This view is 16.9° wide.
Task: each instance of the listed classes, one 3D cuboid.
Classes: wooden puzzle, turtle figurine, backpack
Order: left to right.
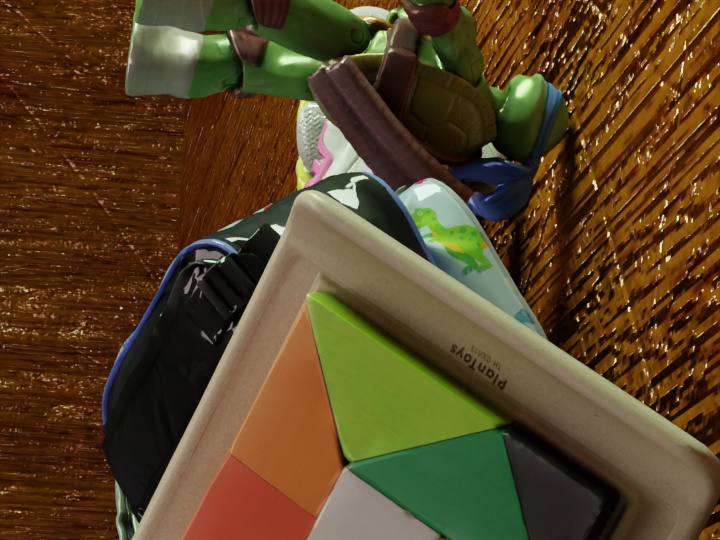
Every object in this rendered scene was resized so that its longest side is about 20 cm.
[{"bbox_3d":[-0.007,0.072,1.001,0.184,0.146,0.200,60,148,10],"label":"backpack"},{"bbox_3d":[0.000,-0.127,1.063,0.144,0.192,0.201,-121,39,-78],"label":"turtle figurine"},{"bbox_3d":[0.008,0.100,0.850,0.037,0.185,0.201,-13,-48,-60],"label":"wooden puzzle"}]

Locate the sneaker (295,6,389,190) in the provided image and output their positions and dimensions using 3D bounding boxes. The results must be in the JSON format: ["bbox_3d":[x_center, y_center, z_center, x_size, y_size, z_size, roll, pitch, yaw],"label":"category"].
[{"bbox_3d":[-0.008,-0.058,1.445,0.105,0.075,0.202,-133,47,-79],"label":"sneaker"}]

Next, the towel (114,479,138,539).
[{"bbox_3d":[-0.096,0.177,1.275,0.200,0.034,0.193,70,-170,-51],"label":"towel"}]

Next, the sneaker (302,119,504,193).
[{"bbox_3d":[0.000,0.000,1.127,0.201,0.088,0.081,-59,-24,-8],"label":"sneaker"}]
